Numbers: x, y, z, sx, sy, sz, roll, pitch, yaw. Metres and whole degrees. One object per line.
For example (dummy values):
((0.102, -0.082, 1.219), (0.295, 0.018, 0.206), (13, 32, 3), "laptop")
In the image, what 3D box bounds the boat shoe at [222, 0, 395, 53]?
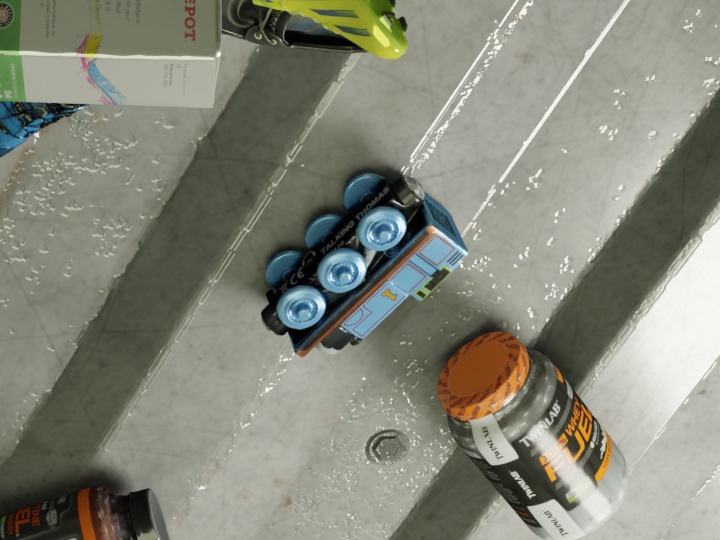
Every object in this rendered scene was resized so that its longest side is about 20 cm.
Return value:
((-0.064, -0.217, 1.578), (0.198, 0.066, 0.070), (8, 119, -14), "boat shoe")

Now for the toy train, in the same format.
((0.000, 0.000, 1.708), (0.114, 0.087, 0.200), (36, 109, -32), "toy train")

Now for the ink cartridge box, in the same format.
((-0.211, -0.213, 1.473), (0.198, 0.146, 0.088), (0, 156, -6), "ink cartridge box")

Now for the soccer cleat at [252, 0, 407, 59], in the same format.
((-0.044, -0.237, 1.532), (0.200, 0.065, 0.084), (44, 106, 7), "soccer cleat")

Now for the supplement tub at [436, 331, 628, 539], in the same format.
((0.166, 0.161, 1.806), (0.122, 0.123, 0.200), (-34, 120, 11), "supplement tub")

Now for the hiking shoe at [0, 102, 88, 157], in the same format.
((-0.270, -0.157, 1.565), (0.200, 0.087, 0.074), (-40, 119, 14), "hiking shoe")

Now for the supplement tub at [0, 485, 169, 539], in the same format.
((-0.289, 0.275, 1.806), (0.198, 0.107, 0.108), (-17, 122, 0), "supplement tub")
